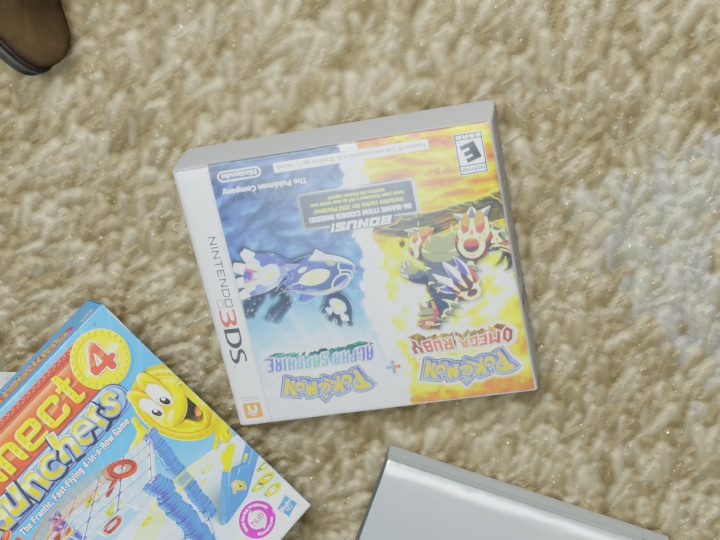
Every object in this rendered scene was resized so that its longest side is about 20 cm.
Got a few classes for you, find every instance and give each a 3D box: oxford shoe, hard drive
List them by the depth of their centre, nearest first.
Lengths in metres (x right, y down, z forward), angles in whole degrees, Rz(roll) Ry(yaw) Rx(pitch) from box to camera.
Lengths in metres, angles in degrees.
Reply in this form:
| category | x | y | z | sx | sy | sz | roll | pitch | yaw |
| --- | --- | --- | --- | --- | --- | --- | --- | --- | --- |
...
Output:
| category | x | y | z | sx | sy | sz | roll | pitch | yaw |
| --- | --- | --- | --- | --- | --- | --- | --- | --- | --- |
| oxford shoe | -0.191 | -0.190 | 0.763 | 0.084 | 0.073 | 0.200 | 2 | 138 | 12 |
| hard drive | 0.095 | 0.209 | 0.949 | 0.200 | 0.027 | 0.132 | 18 | 114 | 0 |

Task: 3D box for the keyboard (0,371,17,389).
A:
| category | x | y | z | sx | sy | sz | roll | pitch | yaw |
| --- | --- | --- | --- | --- | --- | --- | --- | --- | --- |
| keyboard | -0.318 | 0.092 | 0.902 | 0.200 | 0.056 | 0.011 | 2 | 151 | -3 |

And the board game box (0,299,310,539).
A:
| category | x | y | z | sx | sy | sz | roll | pitch | yaw |
| --- | --- | --- | --- | --- | --- | --- | --- | --- | --- |
| board game box | -0.170 | 0.157 | 0.885 | 0.196 | 0.056 | 0.200 | 46 | 77 | -16 |

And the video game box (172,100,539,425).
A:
| category | x | y | z | sx | sy | sz | roll | pitch | yaw |
| --- | --- | --- | --- | --- | --- | --- | --- | --- | --- |
| video game box | 0.000 | 0.000 | 0.862 | 0.200 | 0.047 | 0.183 | -8 | 114 | 11 |
